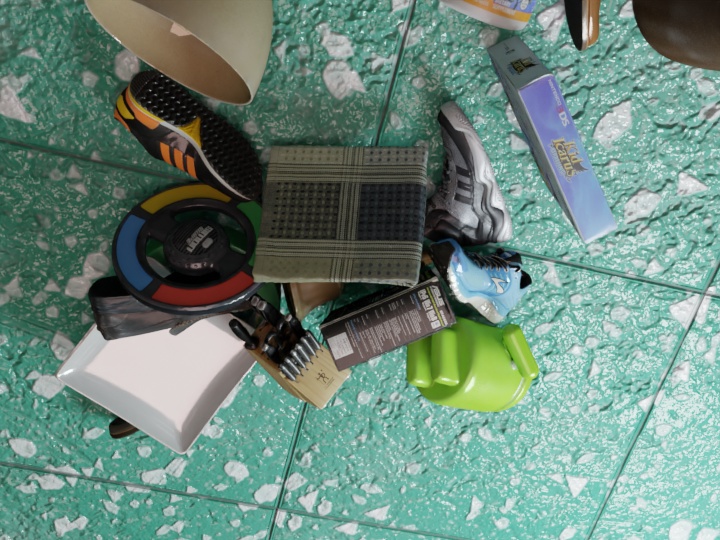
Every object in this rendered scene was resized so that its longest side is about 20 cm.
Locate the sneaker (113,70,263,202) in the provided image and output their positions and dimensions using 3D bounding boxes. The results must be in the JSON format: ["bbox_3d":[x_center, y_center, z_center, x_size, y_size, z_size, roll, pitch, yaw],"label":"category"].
[{"bbox_3d":[-0.208,-0.151,1.081,0.200,0.070,0.090,41,143,-20],"label":"sneaker"}]

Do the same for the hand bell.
[{"bbox_3d":[0.000,0.000,1.165,0.199,0.104,0.104,-13,117,-10],"label":"hand bell"}]

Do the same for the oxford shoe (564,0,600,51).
[{"bbox_3d":[0.267,-0.347,1.001,0.071,0.071,0.200,-5,116,-6],"label":"oxford shoe"}]

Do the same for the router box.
[{"bbox_3d":[0.035,0.058,1.110,0.150,0.200,0.062,-24,91,4],"label":"router box"}]

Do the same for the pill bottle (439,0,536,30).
[{"bbox_3d":[0.164,-0.372,0.959,0.112,0.112,0.200,16,115,-10],"label":"pill bottle"}]

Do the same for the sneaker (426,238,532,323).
[{"bbox_3d":[0.156,-0.005,1.134,0.090,0.078,0.200,-39,147,15],"label":"sneaker"}]

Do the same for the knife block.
[{"bbox_3d":[-0.105,0.093,1.136,0.176,0.200,0.064,44,77,-15],"label":"knife block"}]

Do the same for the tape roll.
[{"bbox_3d":[-0.206,0.038,1.182,0.200,0.048,0.201,-1,117,-3],"label":"tape roll"}]

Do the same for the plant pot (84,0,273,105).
[{"bbox_3d":[-0.172,-0.289,0.957,0.200,0.200,0.135,31,81,-17],"label":"plant pot"}]

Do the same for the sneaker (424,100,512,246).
[{"bbox_3d":[0.110,-0.103,1.109,0.114,0.076,0.200,-23,118,6],"label":"sneaker"}]

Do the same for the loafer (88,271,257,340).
[{"bbox_3d":[-0.226,0.044,1.096,0.199,0.073,0.072,-2,118,-5],"label":"loafer"}]

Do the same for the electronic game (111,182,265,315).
[{"bbox_3d":[-0.196,-0.030,1.071,0.199,0.200,0.042,0,142,-3],"label":"electronic game"}]

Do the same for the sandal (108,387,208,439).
[{"bbox_3d":[-0.269,0.174,1.243,0.200,0.082,0.055,-24,94,16],"label":"sandal"}]

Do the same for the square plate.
[{"bbox_3d":[-0.252,0.110,1.153,0.200,0.028,0.198,37,95,-18],"label":"square plate"}]

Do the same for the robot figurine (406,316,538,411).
[{"bbox_3d":[0.148,0.126,1.184,0.200,0.116,0.175,16,158,-41],"label":"robot figurine"}]

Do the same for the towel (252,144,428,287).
[{"bbox_3d":[-0.023,-0.066,1.059,0.199,0.193,0.035,2,153,6],"label":"towel"}]

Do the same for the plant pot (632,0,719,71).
[{"bbox_3d":[0.417,-0.290,0.963,0.186,0.200,0.187,-1,116,-3],"label":"plant pot"}]

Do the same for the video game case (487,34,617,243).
[{"bbox_3d":[0.218,-0.156,1.031,0.045,0.181,0.200,-26,115,9],"label":"video game case"}]
